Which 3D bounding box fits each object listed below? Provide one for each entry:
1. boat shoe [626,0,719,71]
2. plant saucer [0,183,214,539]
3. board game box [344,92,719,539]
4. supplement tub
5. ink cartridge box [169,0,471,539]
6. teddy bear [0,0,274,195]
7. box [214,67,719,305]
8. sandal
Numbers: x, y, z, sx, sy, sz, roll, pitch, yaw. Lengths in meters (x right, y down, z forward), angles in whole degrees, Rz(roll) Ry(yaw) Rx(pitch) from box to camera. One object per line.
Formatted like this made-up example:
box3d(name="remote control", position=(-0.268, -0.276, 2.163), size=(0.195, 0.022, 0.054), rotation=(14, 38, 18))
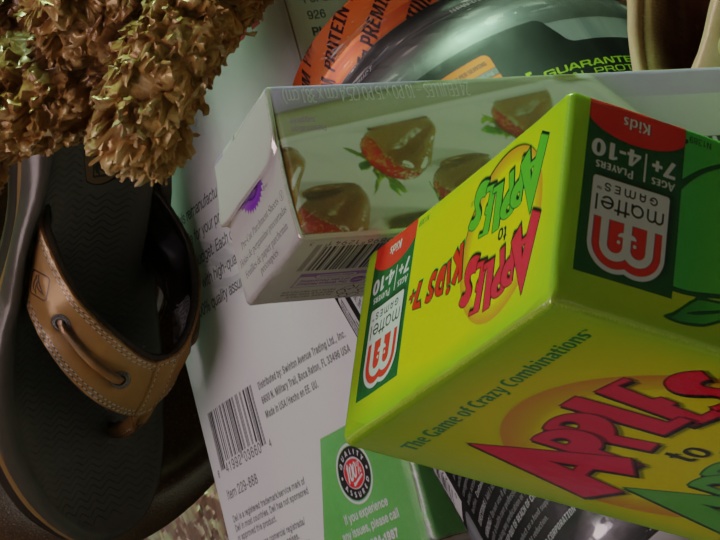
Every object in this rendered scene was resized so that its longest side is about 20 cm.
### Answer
box3d(name="boat shoe", position=(0.092, -0.134, 0.748), size=(0.074, 0.069, 0.201), rotation=(3, 102, 62))
box3d(name="plant saucer", position=(-0.098, 0.004, 1.024), size=(0.032, 0.199, 0.202), rotation=(1, 100, 51))
box3d(name="board game box", position=(0.108, 0.028, 0.632), size=(0.102, 0.199, 0.048), rotation=(142, 140, -60))
box3d(name="supplement tub", position=(0.063, 0.009, 0.796), size=(0.201, 0.122, 0.123), rotation=(61, 147, 34))
box3d(name="ink cartridge box", position=(0.000, 0.000, 0.953), size=(0.146, 0.084, 0.201), rotation=(-33, 70, 61))
box3d(name="teddy bear", position=(-0.060, -0.087, 0.856), size=(0.200, 0.067, 0.145), rotation=(-41, 31, 13))
box3d(name="box", position=(0.063, -0.023, 0.699), size=(0.041, 0.199, 0.039), rotation=(132, 128, -58))
box3d(name="sandal", position=(-0.079, 0.003, 0.954), size=(0.054, 0.081, 0.201), rotation=(23, 114, 35))
